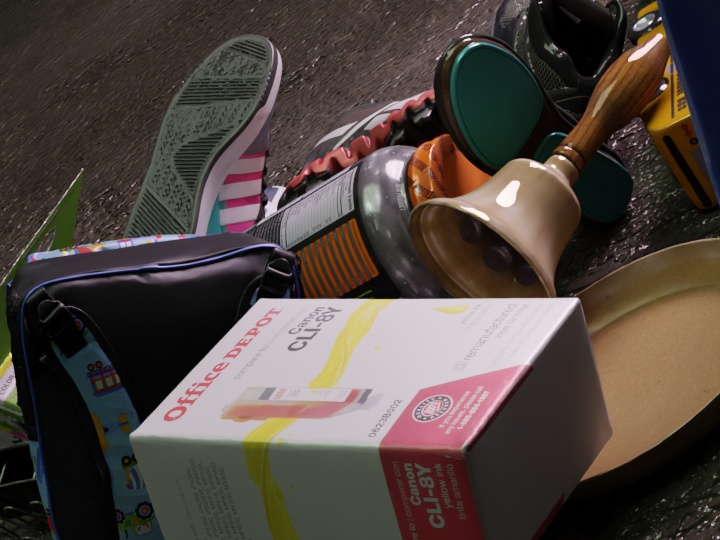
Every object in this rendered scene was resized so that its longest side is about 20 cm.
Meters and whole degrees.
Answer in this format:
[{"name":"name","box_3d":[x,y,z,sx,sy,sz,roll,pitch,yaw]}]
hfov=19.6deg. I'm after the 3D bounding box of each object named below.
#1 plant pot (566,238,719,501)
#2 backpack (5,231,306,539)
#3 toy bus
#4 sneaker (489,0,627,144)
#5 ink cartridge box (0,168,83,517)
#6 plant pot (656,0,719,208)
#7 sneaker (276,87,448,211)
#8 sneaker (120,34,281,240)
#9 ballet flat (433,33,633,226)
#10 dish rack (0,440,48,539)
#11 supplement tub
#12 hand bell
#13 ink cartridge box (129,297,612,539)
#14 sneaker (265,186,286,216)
[{"name":"plant pot","box_3d":[0.146,0.058,1.137,0.199,0.028,0.200,-33,21,14]},{"name":"backpack","box_3d":[-0.117,0.086,1.250,0.181,0.202,0.134,-10,11,-17]},{"name":"toy bus","box_3d":[0.218,-0.117,1.329,0.078,0.065,0.201,-29,23,22]},{"name":"sneaker","box_3d":[0.139,-0.163,1.448,0.075,0.115,0.200,7,33,-8]},{"name":"ink cartridge box","box_3d":[-0.207,0.055,1.484,0.148,0.075,0.201,-61,-10,-46]},{"name":"plant pot","box_3d":[0.269,-0.135,1.092,0.178,0.201,0.200,-10,29,23]},{"name":"sneaker","box_3d":[0.032,-0.088,1.427,0.199,0.071,0.098,-29,24,25]},{"name":"sneaker","box_3d":[-0.088,-0.052,1.456,0.083,0.121,0.201,16,75,31]},{"name":"ballet flat","box_3d":[0.092,-0.086,1.292,0.068,0.200,0.068,29,83,47]},{"name":"dish rack","box_3d":[-0.236,0.214,1.312,0.153,0.054,0.202,-17,53,43]},{"name":"supplement tub","box_3d":[0.000,0.000,1.343,0.199,0.123,0.123,-29,22,31]},{"name":"hand bell","box_3d":[0.128,-0.068,1.240,0.200,0.104,0.104,-49,24,-24]},{"name":"ink cartridge box","box_3d":[0.005,0.082,1.057,0.198,0.084,0.145,-1,29,32]},{"name":"sneaker","box_3d":[-0.115,-0.033,1.592,0.200,0.108,0.071,-73,4,-69]}]
